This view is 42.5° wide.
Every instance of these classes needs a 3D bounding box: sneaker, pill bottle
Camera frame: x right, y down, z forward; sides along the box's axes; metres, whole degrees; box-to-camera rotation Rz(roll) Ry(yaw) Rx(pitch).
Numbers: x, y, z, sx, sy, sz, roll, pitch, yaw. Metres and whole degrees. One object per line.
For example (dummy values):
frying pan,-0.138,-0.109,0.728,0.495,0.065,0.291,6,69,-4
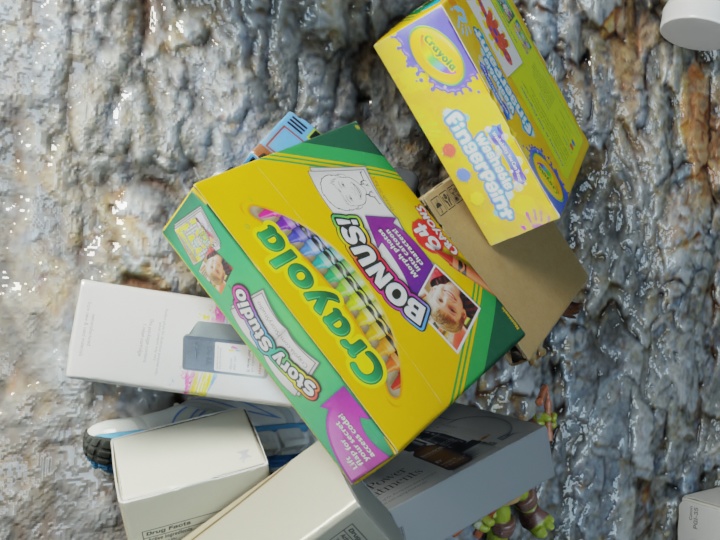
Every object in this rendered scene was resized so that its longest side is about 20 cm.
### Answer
sneaker,-0.118,0.120,0.734,0.199,0.075,0.087,2,51,-24
pill bottle,0.399,-0.355,1.033,0.112,0.112,0.201,21,80,-34

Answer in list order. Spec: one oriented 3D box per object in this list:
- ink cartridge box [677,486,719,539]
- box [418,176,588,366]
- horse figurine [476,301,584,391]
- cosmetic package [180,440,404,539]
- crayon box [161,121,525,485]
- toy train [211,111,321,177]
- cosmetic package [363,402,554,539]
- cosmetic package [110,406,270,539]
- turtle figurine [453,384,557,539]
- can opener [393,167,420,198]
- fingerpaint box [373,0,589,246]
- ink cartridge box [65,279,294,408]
ink cartridge box,0.492,0.349,1.160,0.199,0.083,0.147,0,93,-35
box,0.133,-0.022,0.840,0.164,0.021,0.200,57,34,-2
horse figurine,0.116,0.040,0.889,0.199,0.050,0.133,-20,88,-25
cosmetic package,-0.070,0.216,0.614,0.200,0.073,0.104,-35,125,-2
crayon box,-0.004,0.010,0.617,0.200,0.058,0.172,52,40,6
toy train,-0.025,-0.026,0.732,0.200,0.087,0.114,39,60,-3
cosmetic package,0.041,0.175,0.790,0.200,0.151,0.052,-19,102,-33
cosmetic package,-0.114,0.208,0.680,0.105,0.071,0.201,-11,120,-16
turtle figurine,0.137,0.216,0.903,0.200,0.064,0.162,-48,134,-40
can opener,0.000,0.000,0.804,0.053,0.066,0.200,78,34,-66
fingerpaint box,0.114,-0.150,0.816,0.200,0.073,0.167,57,33,-16
ink cartridge box,-0.100,0.055,0.664,0.199,0.117,0.068,10,85,-13
